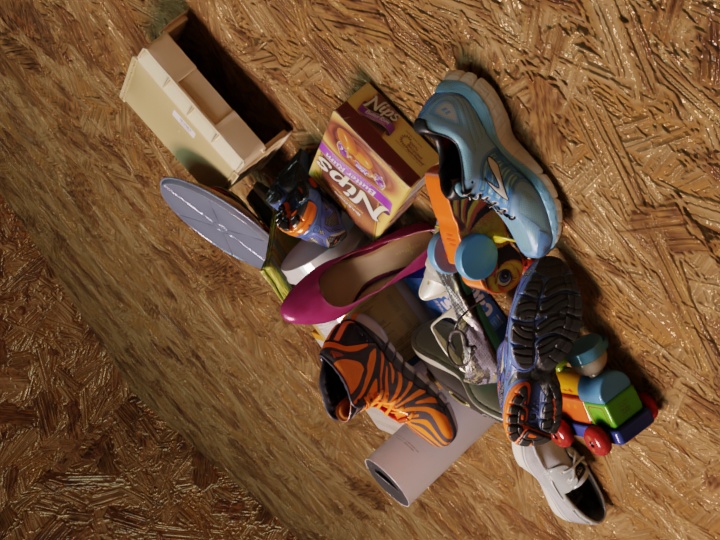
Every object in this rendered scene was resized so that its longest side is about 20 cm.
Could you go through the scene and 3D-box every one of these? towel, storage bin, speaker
[{"bbox_3d":[-0.093,-0.039,1.709,0.200,0.018,0.086,-85,-27,-48],"label":"towel"},{"bbox_3d":[-0.202,-0.206,1.711,0.200,0.094,0.199,49,161,-3],"label":"storage bin"},{"bbox_3d":[0.101,0.204,1.685,0.081,0.200,0.081,42,161,18],"label":"speaker"}]

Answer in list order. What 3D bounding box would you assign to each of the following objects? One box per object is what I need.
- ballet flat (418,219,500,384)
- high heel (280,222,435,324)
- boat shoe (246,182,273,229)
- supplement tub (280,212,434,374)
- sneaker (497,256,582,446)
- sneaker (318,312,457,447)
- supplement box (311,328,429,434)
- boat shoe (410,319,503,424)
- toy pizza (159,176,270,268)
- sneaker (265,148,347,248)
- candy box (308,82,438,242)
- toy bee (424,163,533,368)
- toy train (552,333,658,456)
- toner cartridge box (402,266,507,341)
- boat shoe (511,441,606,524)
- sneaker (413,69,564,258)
[{"bbox_3d":[0.102,0.035,1.456,0.072,0.072,0.201,-7,104,68],"label":"ballet flat"},{"bbox_3d":[0.000,0.000,1.514,0.068,0.200,0.096,58,168,6],"label":"high heel"},{"bbox_3d":[-0.092,-0.030,1.818,0.201,0.061,0.072,49,-165,-4],"label":"boat shoe"},{"bbox_3d":[0.008,0.039,1.648,0.200,0.145,0.145,53,161,-16],"label":"supplement tub"},{"bbox_3d":[0.170,0.077,1.356,0.078,0.075,0.200,-123,39,-63],"label":"sneaker"},{"bbox_3d":[0.021,0.154,1.550,0.200,0.112,0.078,46,138,-7],"label":"sneaker"},{"bbox_3d":[0.032,0.150,1.934,0.200,0.074,0.126,57,160,-24],"label":"supplement box"},{"bbox_3d":[0.139,0.125,1.522,0.201,0.072,0.061,37,162,43],"label":"boat shoe"},{"bbox_3d":[-0.177,-0.068,1.757,0.200,0.032,0.200,30,164,10],"label":"toy pizza"},{"bbox_3d":[-0.063,-0.080,1.606,0.078,0.075,0.200,35,-160,-23],"label":"sneaker"},{"bbox_3d":[0.012,-0.114,1.472,0.117,0.056,0.200,46,163,5],"label":"candy box"},{"bbox_3d":[0.125,-0.020,1.373,0.131,0.109,0.200,41,137,44],"label":"toy bee"},{"bbox_3d":[0.225,0.124,1.448,0.116,0.085,0.200,63,159,-12],"label":"toy train"},{"bbox_3d":[0.139,0.073,1.584,0.200,0.043,0.095,53,161,-16],"label":"toner cartridge box"},{"bbox_3d":[0.255,0.247,1.656,0.071,0.070,0.201,10,143,45],"label":"boat shoe"},{"bbox_3d":[0.113,-0.086,1.245,0.200,0.090,0.078,54,161,-20],"label":"sneaker"}]
